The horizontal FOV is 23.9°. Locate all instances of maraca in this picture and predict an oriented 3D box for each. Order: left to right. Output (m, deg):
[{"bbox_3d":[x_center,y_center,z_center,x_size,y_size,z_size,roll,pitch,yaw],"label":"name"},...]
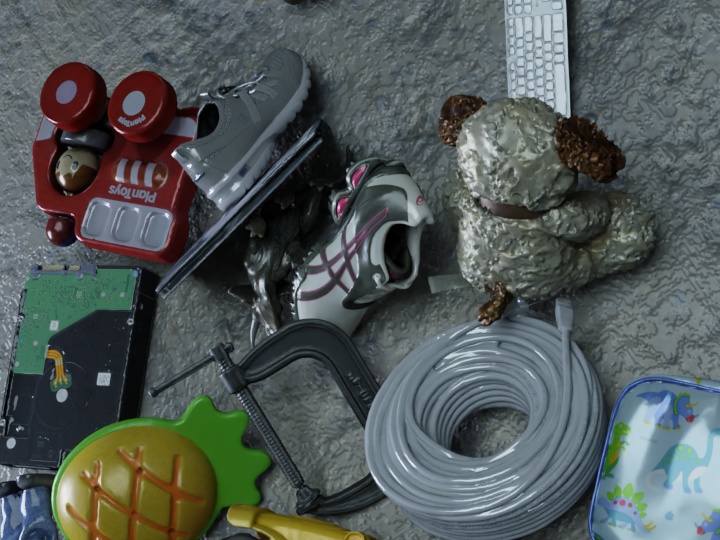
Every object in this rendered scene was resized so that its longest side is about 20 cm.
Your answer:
[{"bbox_3d":[-0.180,0.191,1.530,0.200,0.107,0.137,-25,107,3],"label":"maraca"}]

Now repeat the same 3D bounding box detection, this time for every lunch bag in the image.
[{"bbox_3d":[0.289,0.167,1.328,0.200,0.082,0.161,9,80,27],"label":"lunch bag"}]

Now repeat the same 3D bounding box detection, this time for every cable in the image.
[{"bbox_3d":[0.103,0.128,1.399,0.200,0.069,0.200,-19,47,9],"label":"cable"}]

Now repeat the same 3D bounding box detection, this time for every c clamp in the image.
[{"bbox_3d":[-0.059,0.134,1.494,0.171,0.027,0.200,-37,88,2],"label":"c clamp"}]

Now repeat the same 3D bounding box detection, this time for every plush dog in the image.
[{"bbox_3d":[0.129,-0.063,1.396,0.200,0.172,0.160,15,39,29],"label":"plush dog"}]

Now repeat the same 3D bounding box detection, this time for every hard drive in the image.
[{"bbox_3d":[-0.274,0.094,1.642,0.139,0.038,0.200,0,76,25],"label":"hard drive"}]

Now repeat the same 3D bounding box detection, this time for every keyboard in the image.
[{"bbox_3d":[0.157,-0.194,1.514,0.056,0.011,0.200,-3,87,26],"label":"keyboard"}]

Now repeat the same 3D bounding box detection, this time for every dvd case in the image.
[{"bbox_3d":[-0.105,-0.060,1.555,0.200,0.149,0.016,-44,96,8],"label":"dvd case"}]

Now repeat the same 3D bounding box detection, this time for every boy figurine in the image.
[{"bbox_3d":[-0.298,0.289,1.576,0.124,0.064,0.200,-24,66,38],"label":"boy figurine"}]

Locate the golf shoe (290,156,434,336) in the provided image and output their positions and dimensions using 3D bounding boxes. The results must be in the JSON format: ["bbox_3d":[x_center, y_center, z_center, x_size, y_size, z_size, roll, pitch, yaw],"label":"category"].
[{"bbox_3d":[0.000,0.000,1.476,0.088,0.077,0.200,48,131,37],"label":"golf shoe"}]

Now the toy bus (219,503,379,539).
[{"bbox_3d":[-0.033,0.306,1.426,0.192,0.136,0.200,5,79,10],"label":"toy bus"}]

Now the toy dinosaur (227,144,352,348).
[{"bbox_3d":[-0.071,-0.036,1.558,0.077,0.102,0.200,23,67,-10],"label":"toy dinosaur"}]

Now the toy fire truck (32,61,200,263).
[{"bbox_3d":[-0.237,-0.099,1.635,0.200,0.112,0.168,10,76,29],"label":"toy fire truck"}]

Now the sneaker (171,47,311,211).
[{"bbox_3d":[-0.107,-0.149,1.568,0.075,0.082,0.200,-37,21,42],"label":"sneaker"}]

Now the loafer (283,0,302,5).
[{"bbox_3d":[-0.055,-0.358,1.656,0.067,0.076,0.200,-9,81,22],"label":"loafer"}]
